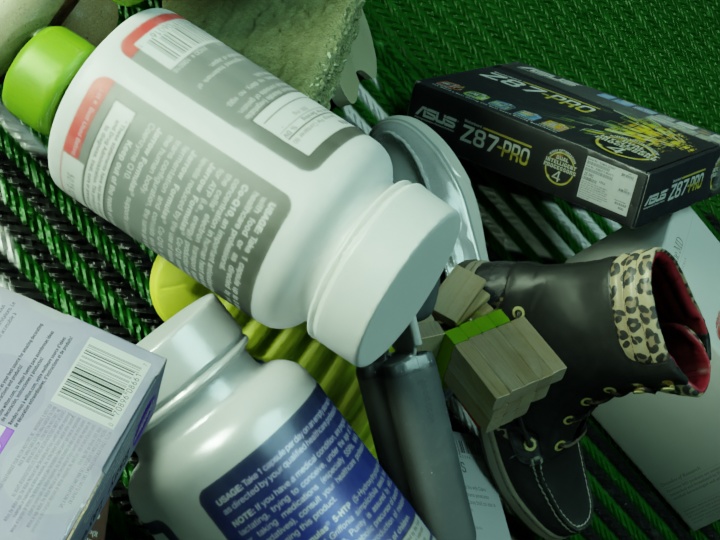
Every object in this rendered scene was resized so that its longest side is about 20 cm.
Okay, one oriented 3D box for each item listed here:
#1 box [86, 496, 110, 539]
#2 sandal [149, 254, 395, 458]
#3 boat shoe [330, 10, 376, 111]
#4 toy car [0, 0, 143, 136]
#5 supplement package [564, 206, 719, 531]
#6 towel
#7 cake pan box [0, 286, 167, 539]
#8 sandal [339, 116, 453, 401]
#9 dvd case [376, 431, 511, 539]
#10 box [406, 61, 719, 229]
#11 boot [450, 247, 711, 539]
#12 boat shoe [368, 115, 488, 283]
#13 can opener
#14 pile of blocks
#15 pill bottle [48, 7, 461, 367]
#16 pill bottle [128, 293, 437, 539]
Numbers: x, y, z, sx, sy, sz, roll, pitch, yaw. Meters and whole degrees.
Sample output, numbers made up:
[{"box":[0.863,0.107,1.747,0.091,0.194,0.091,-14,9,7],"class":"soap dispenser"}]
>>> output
[{"box":[-0.178,0.131,0.878,0.100,0.075,0.201,34,39,-31],"class":"box"},{"box":[-0.041,0.034,1.110,0.200,0.080,0.087,42,3,-21],"class":"sandal"},{"box":[-0.029,-0.149,1.287,0.202,0.063,0.074,-66,136,-68],"class":"boat shoe"},{"box":[-0.176,-0.171,1.067,0.164,0.158,0.200,34,9,11],"class":"toy car"},{"box":[0.245,0.069,1.414,0.200,0.119,0.121,48,35,-14],"class":"supplement package"},{"box":[-0.077,-0.121,1.152,0.201,0.147,0.037,-73,153,-49],"class":"towel"},{"box":[-0.202,0.077,0.811,0.183,0.052,0.201,23,49,1],"class":"cake pan box"},{"box":[0.000,0.001,1.224,0.076,0.043,0.201,-19,88,-15],"class":"sandal"},{"box":[0.047,0.188,1.156,0.150,0.025,0.201,15,51,-45],"class":"dvd case"},{"box":[0.156,-0.097,1.397,0.199,0.049,0.161,24,22,29],"class":"box"},{"box":[0.149,0.077,1.200,0.073,0.150,0.201,-36,111,-53],"class":"boot"},{"box":[0.040,-0.012,1.275,0.068,0.072,0.201,-2,75,-55],"class":"boat shoe"},{"box":[0.036,0.059,1.063,0.067,0.053,0.201,-17,97,-31],"class":"can opener"},{"box":[0.029,0.036,1.172,0.199,0.062,0.082,31,46,13],"class":"pile of blocks"},{"box":[-0.055,-0.041,0.991,0.199,0.114,0.114,33,32,14],"class":"pill bottle"},{"box":[-0.053,0.118,1.001,0.200,0.119,0.120,53,34,-7],"class":"pill bottle"}]
